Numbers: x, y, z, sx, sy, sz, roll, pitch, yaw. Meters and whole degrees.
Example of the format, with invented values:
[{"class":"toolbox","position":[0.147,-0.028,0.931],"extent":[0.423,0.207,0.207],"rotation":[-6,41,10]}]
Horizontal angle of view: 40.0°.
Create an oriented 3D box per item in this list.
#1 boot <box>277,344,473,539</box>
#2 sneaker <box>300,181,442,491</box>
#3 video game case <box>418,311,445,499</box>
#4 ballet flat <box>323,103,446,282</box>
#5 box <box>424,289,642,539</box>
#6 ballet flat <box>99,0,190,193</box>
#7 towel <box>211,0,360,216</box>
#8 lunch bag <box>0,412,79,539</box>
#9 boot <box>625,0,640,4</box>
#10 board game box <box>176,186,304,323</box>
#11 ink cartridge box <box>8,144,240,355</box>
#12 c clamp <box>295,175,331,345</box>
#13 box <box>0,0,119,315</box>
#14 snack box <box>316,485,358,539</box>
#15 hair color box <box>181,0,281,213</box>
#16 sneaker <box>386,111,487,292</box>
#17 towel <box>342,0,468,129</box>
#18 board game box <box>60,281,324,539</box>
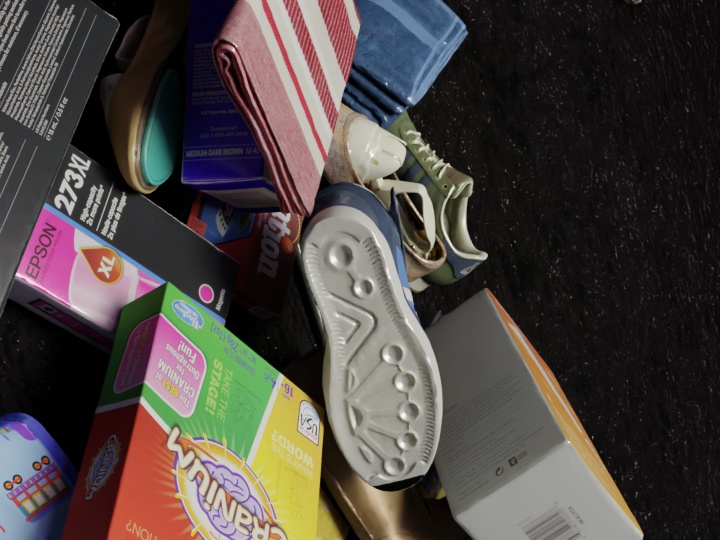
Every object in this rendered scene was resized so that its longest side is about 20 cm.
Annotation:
[{"class":"boot","position":[0.021,0.143,0.769],"extent":[0.201,0.066,0.175],"rotation":[62,18,0]},{"class":"sneaker","position":[0.009,0.036,0.703],"extent":[0.147,0.080,0.202],"rotation":[-77,153,-76]},{"class":"video game case","position":[0.060,0.169,0.884],"extent":[0.200,0.025,0.182],"rotation":[-52,122,-41]},{"class":"ballet flat","position":[0.018,-0.075,0.834],"extent":[0.201,0.067,0.068],"rotation":[57,39,-31]},{"class":"box","position":[0.118,0.131,0.778],"extent":[0.125,0.097,0.200],"rotation":[49,11,-31]},{"class":"ballet flat","position":[-0.142,-0.126,0.672],"extent":[0.069,0.062,0.201],"rotation":[85,13,-46]},{"class":"towel","position":[-0.042,-0.155,0.645],"extent":[0.145,0.023,0.201],"rotation":[69,26,-47]},{"class":"lunch bag","position":[-0.184,0.173,0.491],"extent":[0.150,0.094,0.201],"rotation":[-33,101,-55]},{"class":"boot","position":[0.429,-0.506,1.651],"extent":[0.174,0.069,0.202],"rotation":[40,46,-42]},{"class":"board game box","position":[-0.083,-0.070,0.768],"extent":[0.103,0.019,0.201],"rotation":[36,51,-36]},{"class":"ink cartridge box","position":[-0.163,-0.009,0.610],"extent":[0.200,0.037,0.095],"rotation":[36,53,-36]},{"class":"c clamp","position":[0.000,0.000,0.880],"extent":[0.171,0.027,0.202],"rotation":[-36,110,-49]},{"class":"box","position":[-0.225,-0.082,0.498],"extent":[0.141,0.078,0.201],"rotation":[36,51,-33]},{"class":"snack box","position":[-0.058,0.222,0.686],"extent":[0.201,0.053,0.143],"rotation":[59,37,-25]},{"class":"hair color box","position":[-0.071,-0.149,0.691],"extent":[0.109,0.064,0.202],"rotation":[24,65,-73]},{"class":"sneaker","position":[0.067,-0.085,0.945],"extent":[0.067,0.089,0.202],"rotation":[-15,91,-56]},{"class":"towel","position":[0.030,-0.220,0.944],"extent":[0.111,0.049,0.200],"rotation":[39,43,-5]},{"class":"board game box","position":[-0.086,0.128,0.558],"extent":[0.153,0.040,0.201],"rotation":[44,32,-34]}]
